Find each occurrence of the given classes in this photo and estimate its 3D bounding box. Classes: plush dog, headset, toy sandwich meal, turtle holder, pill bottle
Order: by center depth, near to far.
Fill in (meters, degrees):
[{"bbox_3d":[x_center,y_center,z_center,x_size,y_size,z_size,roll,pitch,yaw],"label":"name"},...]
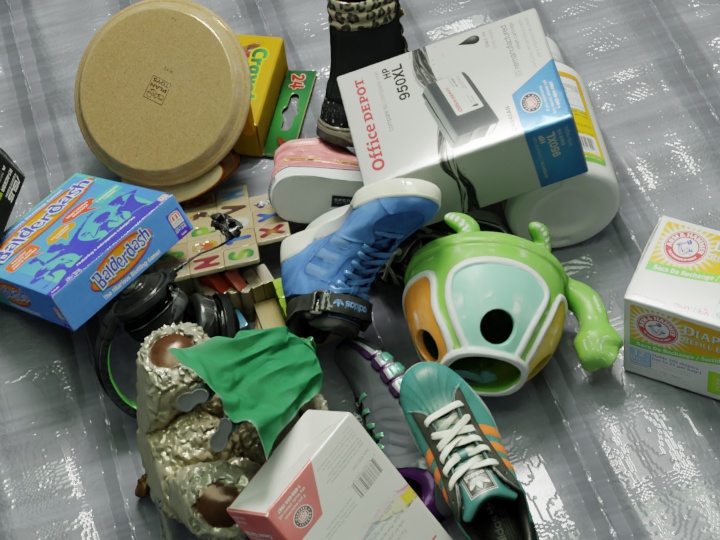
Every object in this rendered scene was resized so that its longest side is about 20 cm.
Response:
[{"bbox_3d":[-0.103,0.149,1.602,0.170,0.161,0.201,-11,65,-24],"label":"plush dog"},{"bbox_3d":[0.126,0.047,1.645,0.185,0.141,0.133,28,46,-28],"label":"turtle holder"},{"bbox_3d":[-0.158,0.043,1.649,0.201,0.123,0.094,-67,22,0],"label":"headset"},{"bbox_3d":[0.176,-0.131,1.778,0.110,0.111,0.201,-11,51,-1],"label":"pill bottle"},{"bbox_3d":[-0.188,-0.167,1.820,0.203,0.070,0.207,-1,86,13],"label":"toy sandwich meal"}]

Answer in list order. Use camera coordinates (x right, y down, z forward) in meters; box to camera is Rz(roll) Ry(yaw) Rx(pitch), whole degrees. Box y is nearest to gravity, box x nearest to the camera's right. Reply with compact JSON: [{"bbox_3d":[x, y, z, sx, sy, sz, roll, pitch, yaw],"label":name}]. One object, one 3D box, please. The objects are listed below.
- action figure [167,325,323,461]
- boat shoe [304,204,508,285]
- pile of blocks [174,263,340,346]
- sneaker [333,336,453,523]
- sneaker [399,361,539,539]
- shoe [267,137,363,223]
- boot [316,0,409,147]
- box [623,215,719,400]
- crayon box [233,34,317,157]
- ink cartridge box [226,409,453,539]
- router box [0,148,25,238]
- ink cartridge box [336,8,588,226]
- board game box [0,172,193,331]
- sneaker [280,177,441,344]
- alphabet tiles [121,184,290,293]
[{"bbox_3d":[-0.081,0.091,1.528,0.118,0.055,0.200,51,26,5],"label":"action figure"},{"bbox_3d":[0.042,-0.020,1.727,0.198,0.071,0.064,-3,33,3],"label":"boat shoe"},{"bbox_3d":[-0.109,0.031,1.721,0.198,0.062,0.083,0,52,8],"label":"pile of blocks"},{"bbox_3d":[0.025,0.141,1.614,0.087,0.075,0.200,-38,58,-15],"label":"sneaker"},{"bbox_3d":[0.095,0.164,1.522,0.071,0.080,0.201,-29,85,-2],"label":"sneaker"},{"bbox_3d":[0.009,-0.082,1.786,0.198,0.072,0.091,8,30,-6],"label":"shoe"},{"bbox_3d":[0.037,-0.221,1.813,0.073,0.155,0.203,25,38,35],"label":"boot"},{"bbox_3d":[0.339,0.047,1.618,0.199,0.113,0.102,17,56,21],"label":"box"},{"bbox_3d":[-0.154,-0.185,1.902,0.198,0.051,0.128,5,53,11],"label":"crayon box"},{"bbox_3d":[-0.003,0.226,1.511,0.117,0.200,0.067,-49,24,-27],"label":"ink cartridge box"},{"bbox_3d":[-0.421,-0.019,1.765,0.149,0.062,0.201,-12,46,32],"label":"router box"},{"bbox_3d":[0.091,-0.134,1.684,0.198,0.084,0.145,-19,52,6],"label":"ink cartridge box"},{"bbox_3d":[-0.269,-0.022,1.737,0.152,0.045,0.199,-43,29,-23],"label":"board game box"},{"bbox_3d":[0.001,0.000,1.616,0.199,0.076,0.112,-26,57,42],"label":"sneaker"},{"bbox_3d":[-0.168,-0.033,1.771,0.198,0.006,0.167,-13,29,-1],"label":"alphabet tiles"}]
